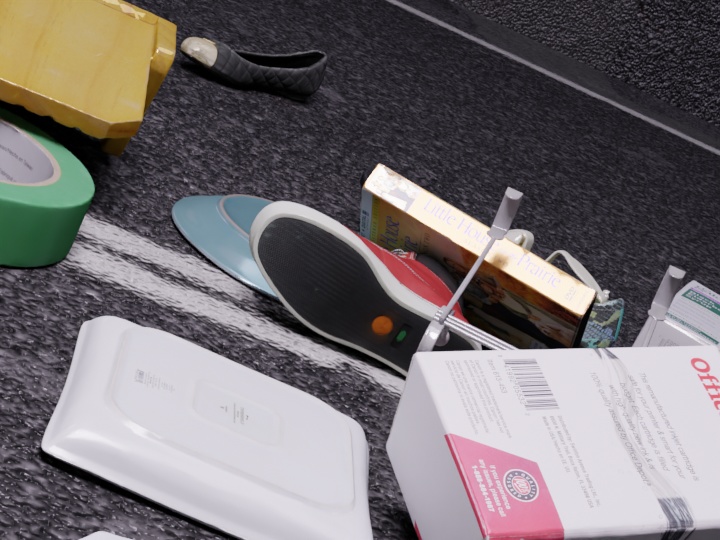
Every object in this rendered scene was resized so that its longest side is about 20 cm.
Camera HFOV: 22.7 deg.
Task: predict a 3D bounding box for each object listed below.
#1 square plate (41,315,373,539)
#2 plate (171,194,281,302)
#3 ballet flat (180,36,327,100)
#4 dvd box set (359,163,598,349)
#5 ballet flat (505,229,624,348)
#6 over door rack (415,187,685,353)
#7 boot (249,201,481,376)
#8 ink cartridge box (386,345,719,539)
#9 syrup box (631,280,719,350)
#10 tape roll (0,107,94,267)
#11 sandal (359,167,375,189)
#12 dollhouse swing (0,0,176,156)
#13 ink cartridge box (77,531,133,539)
[{"bbox_3d":[-0.077,0.094,1.040,0.197,0.029,0.200,25,16,-9],"label":"square plate"},{"bbox_3d":[-0.054,-0.017,1.423,0.199,0.026,0.200,25,16,-7],"label":"plate"},{"bbox_3d":[-0.115,-0.226,1.910,0.199,0.057,0.066,7,24,-50],"label":"ballet flat"},{"bbox_3d":[0.089,0.004,1.431,0.199,0.029,0.147,32,-21,11],"label":"dvd box set"},{"bbox_3d":[0.154,0.002,1.613,0.199,0.075,0.074,33,17,21],"label":"ballet flat"},{"bbox_3d":[0.131,0.042,1.246,0.147,0.067,0.200,26,38,7],"label":"over door rack"},{"bbox_3d":[0.000,0.000,1.345,0.199,0.073,0.144,35,18,-17],"label":"boot"},{"bbox_3d":[0.133,0.120,1.029,0.198,0.085,0.145,-1,41,-19],"label":"ink cartridge box"},{"bbox_3d":[0.293,0.072,1.591,0.078,0.082,0.200,32,18,14],"label":"syrup box"},{"bbox_3d":[-0.278,-0.073,1.203,0.199,0.048,0.201,24,17,-8],"label":"tape roll"},{"bbox_3d":[0.057,-0.014,1.574,0.075,0.045,0.200,-5,49,-52],"label":"sandal"},{"bbox_3d":[-0.260,-0.137,1.358,0.199,0.182,0.177,21,47,-17],"label":"dollhouse swing"},{"bbox_3d":[-0.075,0.161,0.704,0.161,0.050,0.200,36,-2,28],"label":"ink cartridge box"}]
